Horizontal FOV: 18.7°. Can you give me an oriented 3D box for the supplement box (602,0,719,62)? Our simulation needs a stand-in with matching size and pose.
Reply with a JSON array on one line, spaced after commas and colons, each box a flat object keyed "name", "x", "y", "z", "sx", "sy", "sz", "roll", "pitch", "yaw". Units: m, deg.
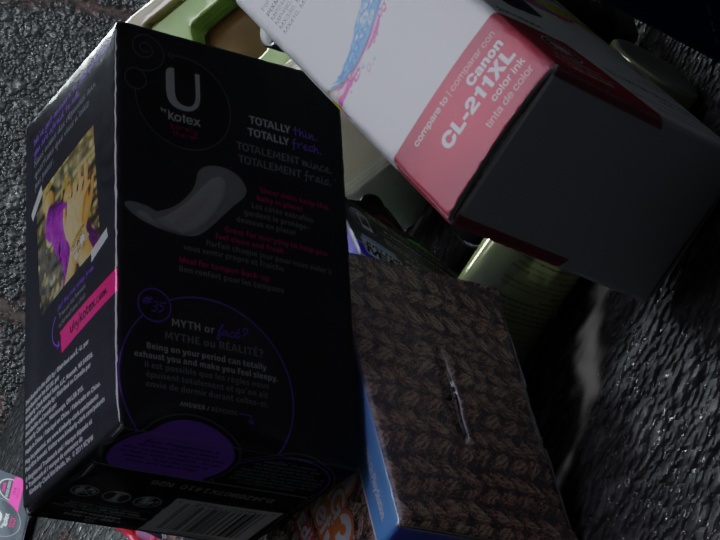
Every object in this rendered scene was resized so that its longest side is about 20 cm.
[{"name": "supplement box", "x": 0.151, "y": -0.242, "z": 1.096, "sx": 0.201, "sy": 0.133, "sz": 0.200, "roll": -60, "pitch": 15, "yaw": 15}]

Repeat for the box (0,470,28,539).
[{"name": "box", "x": -0.455, "y": 0.324, "z": 2.450, "sx": 0.201, "sy": 0.105, "sz": 0.123, "roll": -55, "pitch": 19, "yaw": 34}]

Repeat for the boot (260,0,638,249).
[{"name": "boot", "x": 0.032, "y": -0.101, "z": 1.157, "sx": 0.066, "sy": 0.199, "sz": 0.166, "roll": 48, "pitch": 116, "yaw": 44}]

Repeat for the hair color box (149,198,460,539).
[{"name": "hair color box", "x": -0.040, "y": 0.063, "z": 1.149, "sx": 0.200, "sy": 0.109, "sz": 0.065, "roll": -46, "pitch": 40, "yaw": 15}]

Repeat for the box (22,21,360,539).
[{"name": "box", "x": -0.080, "y": 0.009, "z": 0.993, "sx": 0.106, "sy": 0.121, "sz": 0.202, "roll": -38, "pitch": 46, "yaw": 49}]

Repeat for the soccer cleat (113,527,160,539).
[{"name": "soccer cleat", "x": -0.092, "y": 0.158, "z": 1.279, "sx": 0.200, "sy": 0.073, "sz": 0.069, "roll": -3, "pitch": 69, "yaw": 70}]

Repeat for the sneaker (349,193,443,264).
[{"name": "sneaker", "x": 0.000, "y": 0.000, "z": 1.260, "sx": 0.077, "sy": 0.084, "sz": 0.200, "roll": -37, "pitch": -3, "yaw": -5}]

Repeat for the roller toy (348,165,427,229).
[{"name": "roller toy", "x": -0.016, "y": -0.124, "z": 1.428, "sx": 0.141, "sy": 0.181, "sz": 0.200, "roll": -62, "pitch": 14, "yaw": 8}]

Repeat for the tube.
[{"name": "tube", "x": 0.092, "y": -0.020, "z": 1.089, "sx": 0.201, "sy": 0.058, "sz": 0.052, "roll": -59, "pitch": 1, "yaw": 18}]

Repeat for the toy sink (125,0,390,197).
[{"name": "toy sink", "x": -0.022, "y": -0.136, "z": 1.251, "sx": 0.199, "sy": 0.112, "sz": 0.131, "roll": -35, "pitch": 49, "yaw": 16}]

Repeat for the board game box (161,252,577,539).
[{"name": "board game box", "x": -0.004, "y": 0.122, "z": 1.041, "sx": 0.200, "sy": 0.096, "sz": 0.160, "roll": -54, "pitch": 36, "yaw": 36}]

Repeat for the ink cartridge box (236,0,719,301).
[{"name": "ink cartridge box", "x": 0.055, "y": -0.088, "z": 1.000, "sx": 0.083, "sy": 0.145, "sz": 0.200, "roll": -56, "pitch": 46, "yaw": 15}]
